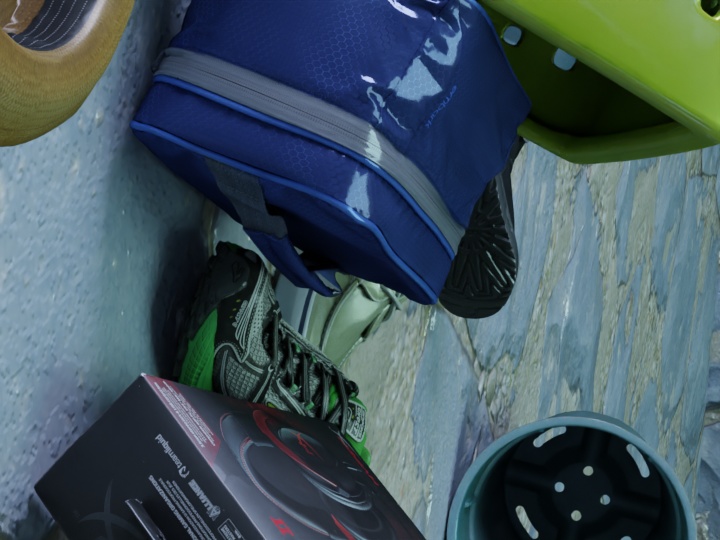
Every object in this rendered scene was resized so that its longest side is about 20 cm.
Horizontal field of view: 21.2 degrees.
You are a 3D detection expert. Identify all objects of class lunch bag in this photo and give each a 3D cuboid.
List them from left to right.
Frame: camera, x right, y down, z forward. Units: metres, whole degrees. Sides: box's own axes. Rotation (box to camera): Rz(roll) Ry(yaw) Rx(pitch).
[{"bbox_3d":[-0.013,-0.062,0.896,0.133,0.135,0.200,-62,158,-7],"label":"lunch bag"}]

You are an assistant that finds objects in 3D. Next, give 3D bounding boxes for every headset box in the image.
[{"bbox_3d":[-0.039,0.131,0.835,0.075,0.149,0.200,-46,153,11],"label":"headset box"}]

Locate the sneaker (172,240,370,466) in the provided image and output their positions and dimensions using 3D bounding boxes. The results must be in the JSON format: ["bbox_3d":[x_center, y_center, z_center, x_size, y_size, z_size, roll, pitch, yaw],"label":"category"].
[{"bbox_3d":[-0.038,0.054,0.970,0.200,0.085,0.078,72,31,-55],"label":"sneaker"}]

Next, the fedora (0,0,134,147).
[{"bbox_3d":[-0.130,-0.138,0.578,0.201,0.081,0.202,3,90,-71],"label":"fedora"}]

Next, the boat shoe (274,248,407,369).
[{"bbox_3d":[0.000,0.000,1.106,0.200,0.062,0.072,-64,156,-43],"label":"boat shoe"}]

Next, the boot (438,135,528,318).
[{"bbox_3d":[0.101,-0.086,1.415,0.200,0.065,0.165,-68,161,-49],"label":"boot"}]

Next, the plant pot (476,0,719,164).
[{"bbox_3d":[0.098,-0.177,0.924,0.182,0.200,0.199,-62,-167,-8],"label":"plant pot"}]

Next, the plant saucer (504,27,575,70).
[{"bbox_3d":[0.102,-0.203,1.105,0.036,0.199,0.201,-9,108,-52],"label":"plant saucer"}]

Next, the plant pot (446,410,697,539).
[{"bbox_3d":[0.184,0.207,1.627,0.196,0.199,0.201,-27,124,-79],"label":"plant pot"}]
